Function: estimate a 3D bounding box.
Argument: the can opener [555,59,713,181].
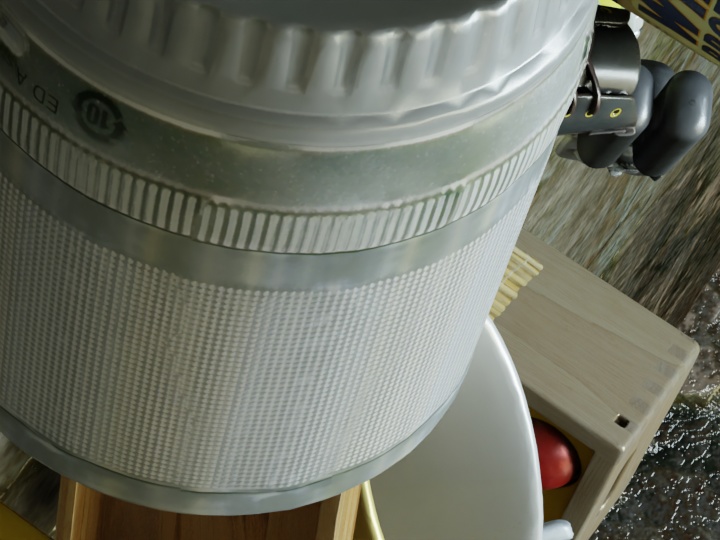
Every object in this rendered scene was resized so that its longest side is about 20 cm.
[{"bbox_3d":[0.130,-0.081,1.084,0.200,0.053,0.067,103,-5,-84],"label":"can opener"}]

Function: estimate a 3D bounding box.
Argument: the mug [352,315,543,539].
[{"bbox_3d":[-0.034,0.093,0.888,0.187,0.152,0.150,-46,120,-57],"label":"mug"}]

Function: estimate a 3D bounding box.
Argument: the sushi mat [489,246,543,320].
[{"bbox_3d":[0.000,0.000,0.940,0.096,0.012,0.200,-44,147,10],"label":"sushi mat"}]

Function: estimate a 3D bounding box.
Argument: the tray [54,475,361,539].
[{"bbox_3d":[-0.046,0.047,0.761,0.037,0.098,0.201,-53,154,-62],"label":"tray"}]

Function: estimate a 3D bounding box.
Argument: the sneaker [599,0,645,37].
[{"bbox_3d":[0.071,-0.090,1.048,0.090,0.078,0.200,-49,166,-21],"label":"sneaker"}]

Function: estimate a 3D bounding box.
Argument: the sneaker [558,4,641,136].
[{"bbox_3d":[0.056,-0.088,0.887,0.200,0.106,0.075,-6,93,-83],"label":"sneaker"}]

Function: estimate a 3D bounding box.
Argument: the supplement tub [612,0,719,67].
[{"bbox_3d":[0.149,-0.159,0.885,0.145,0.199,0.145,-52,167,-18],"label":"supplement tub"}]

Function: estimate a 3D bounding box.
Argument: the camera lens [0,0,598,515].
[{"bbox_3d":[-0.030,-0.045,0.578,0.160,0.160,0.200,-47,164,-35],"label":"camera lens"}]

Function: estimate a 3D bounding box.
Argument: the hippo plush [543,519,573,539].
[{"bbox_3d":[-0.022,0.194,1.158,0.200,0.159,0.162,-24,134,-52],"label":"hippo plush"}]

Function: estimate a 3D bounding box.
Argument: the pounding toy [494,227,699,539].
[{"bbox_3d":[0.090,0.110,1.367,0.142,0.184,0.200,-46,164,-38],"label":"pounding toy"}]

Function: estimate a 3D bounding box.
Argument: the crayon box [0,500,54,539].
[{"bbox_3d":[-0.158,0.154,0.838,0.126,0.051,0.200,-53,167,-16],"label":"crayon box"}]
